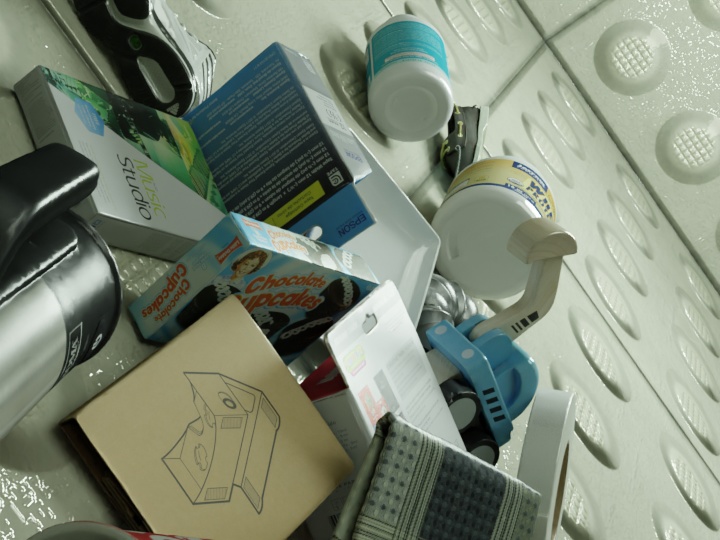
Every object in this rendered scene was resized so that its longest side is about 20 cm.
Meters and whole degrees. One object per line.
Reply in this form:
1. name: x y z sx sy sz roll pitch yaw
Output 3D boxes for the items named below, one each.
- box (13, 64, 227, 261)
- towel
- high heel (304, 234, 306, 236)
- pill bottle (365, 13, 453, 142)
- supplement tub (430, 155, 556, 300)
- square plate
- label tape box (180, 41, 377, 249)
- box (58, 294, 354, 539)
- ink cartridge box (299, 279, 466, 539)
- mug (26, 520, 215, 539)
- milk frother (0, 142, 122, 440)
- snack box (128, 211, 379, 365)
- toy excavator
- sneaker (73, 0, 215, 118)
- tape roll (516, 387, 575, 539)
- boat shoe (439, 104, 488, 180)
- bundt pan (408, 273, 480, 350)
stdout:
1. box: -0.187 -0.080 1.176 0.200 0.036 0.144 17 44 -60
2. towel: 0.048 0.232 1.084 0.193 0.035 0.200 31 72 -39
3. high heel: -0.035 -0.053 1.425 0.200 0.067 0.096 51 25 -56
4. pill bottle: 0.062 -0.264 1.880 0.111 0.111 0.200 44 25 -29
5. supplement tub: 0.169 -0.060 1.773 0.144 0.144 0.200 53 21 -9
6. square plate: 0.000 0.000 1.353 0.200 0.028 0.198 47 52 -44
7. label tape box: -0.072 -0.080 1.264 0.066 0.143 0.200 16 41 -61
8. box: -0.102 0.125 1.005 0.164 0.021 0.200 56 38 -4
9. ink cartridge box: 0.001 0.119 1.188 0.176 0.084 0.200 67 20 -5
10. mug: -0.114 0.231 0.814 0.133 0.178 0.200 25 2 27
11. milk frother: -0.259 0.001 0.806 0.200 0.181 0.188 13 21 8
12. snack box: -0.081 0.020 1.146 0.200 0.116 0.037 17 35 -58
13. toy excavator: 0.129 0.068 1.344 0.100 0.200 0.195 41 -21 50
14. sneaker: -0.202 -0.232 1.336 0.201 0.076 0.115 65 12 0
15. tape roll: 0.175 0.214 1.373 0.203 0.037 0.203 9 90 -78
16. boat shoe: 0.141 -0.165 1.987 0.201 0.061 0.072 -76 174 -52
17. bundt pan: 0.094 0.087 1.494 0.202 0.076 0.202 46 23 -27
